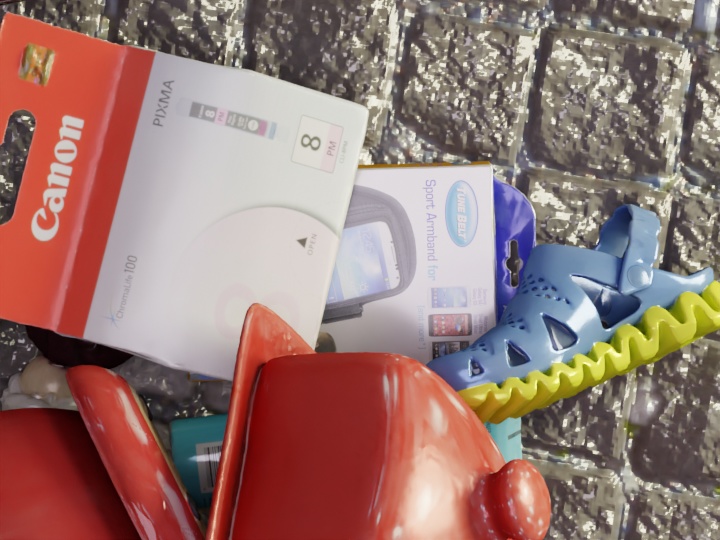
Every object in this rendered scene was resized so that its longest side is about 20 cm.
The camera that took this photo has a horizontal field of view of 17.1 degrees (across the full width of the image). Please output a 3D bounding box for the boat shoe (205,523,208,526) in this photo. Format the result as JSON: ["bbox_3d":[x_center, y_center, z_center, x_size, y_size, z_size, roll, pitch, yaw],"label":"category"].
[{"bbox_3d":[-0.045,0.168,1.343,0.200,0.070,0.072,-5,116,4],"label":"boat shoe"}]

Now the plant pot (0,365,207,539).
[{"bbox_3d":[-0.165,0.164,1.234,0.182,0.200,0.201,-26,95,-5],"label":"plant pot"}]

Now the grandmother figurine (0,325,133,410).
[{"bbox_3d":[-0.151,0.009,1.336,0.060,0.121,0.201,7,108,-41],"label":"grandmother figurine"}]

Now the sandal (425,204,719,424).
[{"bbox_3d":[0.112,0.025,1.314,0.200,0.079,0.087,-22,84,-30],"label":"sandal"}]

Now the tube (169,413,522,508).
[{"bbox_3d":[-0.007,0.100,1.354,0.199,0.050,0.078,-5,127,-1],"label":"tube"}]

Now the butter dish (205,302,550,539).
[{"bbox_3d":[0.026,0.129,1.211,0.147,0.201,0.200,-16,135,27],"label":"butter dish"}]

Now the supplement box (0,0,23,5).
[{"bbox_3d":[-0.198,-0.202,1.321,0.199,0.061,0.109,-10,96,3],"label":"supplement box"}]

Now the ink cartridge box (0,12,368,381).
[{"bbox_3d":[-0.106,-0.034,1.266,0.199,0.057,0.163,15,87,-28],"label":"ink cartridge box"}]

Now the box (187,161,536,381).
[{"bbox_3d":[0.000,0.000,1.349,0.199,0.041,0.120,-2,95,3],"label":"box"}]
